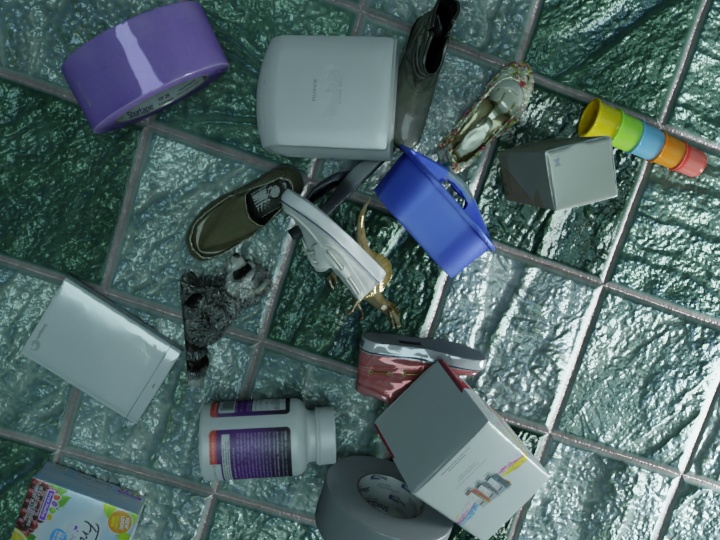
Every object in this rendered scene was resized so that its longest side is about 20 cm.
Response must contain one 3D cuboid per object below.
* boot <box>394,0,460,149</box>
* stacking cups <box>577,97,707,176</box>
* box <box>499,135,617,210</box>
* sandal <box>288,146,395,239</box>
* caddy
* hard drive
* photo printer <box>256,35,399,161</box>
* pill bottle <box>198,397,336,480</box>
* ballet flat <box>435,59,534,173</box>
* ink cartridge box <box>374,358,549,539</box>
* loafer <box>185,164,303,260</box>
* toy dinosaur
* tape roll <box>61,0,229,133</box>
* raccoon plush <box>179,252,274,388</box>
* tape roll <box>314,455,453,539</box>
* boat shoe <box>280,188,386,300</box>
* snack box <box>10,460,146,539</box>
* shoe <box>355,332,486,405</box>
[{"bbox_3d":[0.082,-0.270,1.005,0.066,0.131,0.205,13,98,-6],"label":"boot"},{"bbox_3d":[0.425,-0.191,1.084,0.196,0.061,0.062,21,97,-8],"label":"stacking cups"},{"bbox_3d":[0.268,-0.138,1.007,0.093,0.200,0.080,-13,100,-3],"label":"box"},{"bbox_3d":[-0.034,-0.121,1.053,0.200,0.076,0.043,-45,93,-8],"label":"sandal"},{"bbox_3d":[0.109,-0.089,1.033,0.105,0.142,0.200,-42,101,8],"label":"caddy"},{"bbox_3d":[-0.381,0.119,1.078,0.198,0.027,0.133,34,94,-9],"label":"hard drive"},{"bbox_3d":[-0.048,-0.240,1.006,0.195,0.069,0.171,4,87,8],"label":"photo printer"},{"bbox_3d":[-0.135,0.249,1.078,0.194,0.111,0.115,-2,99,-4],"label":"pill bottle"},{"bbox_3d":[0.190,-0.220,1.057,0.075,0.064,0.201,38,93,-9],"label":"ballet flat"},{"bbox_3d":[0.148,0.263,1.055,0.145,0.146,0.200,-44,128,4],"label":"ink cartridge box"},{"bbox_3d":[-0.170,-0.085,1.042,0.198,0.070,0.076,-37,100,1],"label":"loafer"},{"bbox_3d":[0.000,0.000,1.089,0.099,0.058,0.204,-23,107,-17],"label":"toy dinosaur"},{"bbox_3d":[-0.275,-0.260,0.939,0.197,0.200,0.086,-28,101,0],"label":"tape roll"},{"bbox_3d":[-0.197,0.069,1.077,0.131,0.098,0.203,-5,129,-17],"label":"raccoon plush"},{"bbox_3d":[0.034,0.356,1.063,0.196,0.201,0.068,16,104,-8],"label":"tape roll"},{"bbox_3d":[-0.046,-0.030,0.993,0.066,0.072,0.200,-49,129,-2],"label":"boat shoe"},{"bbox_3d":[-0.438,0.416,1.099,0.165,0.068,0.204,23,97,-8],"label":"snack box"},{"bbox_3d":[0.089,0.156,1.108,0.195,0.072,0.093,8,103,-4],"label":"shoe"}]
